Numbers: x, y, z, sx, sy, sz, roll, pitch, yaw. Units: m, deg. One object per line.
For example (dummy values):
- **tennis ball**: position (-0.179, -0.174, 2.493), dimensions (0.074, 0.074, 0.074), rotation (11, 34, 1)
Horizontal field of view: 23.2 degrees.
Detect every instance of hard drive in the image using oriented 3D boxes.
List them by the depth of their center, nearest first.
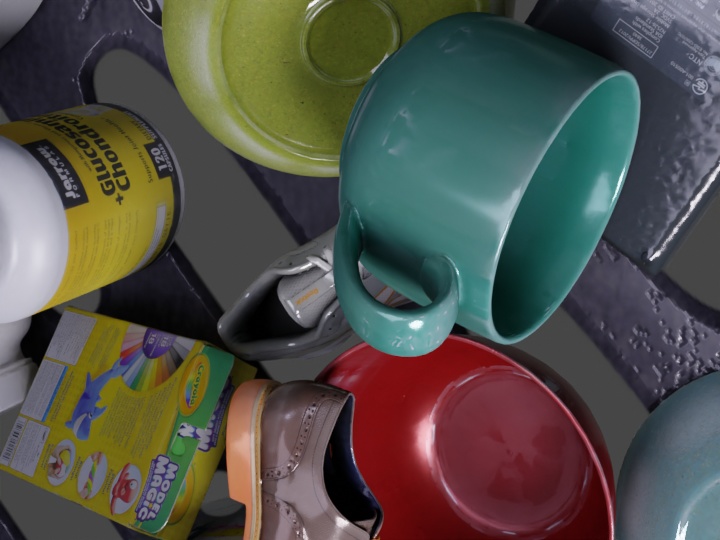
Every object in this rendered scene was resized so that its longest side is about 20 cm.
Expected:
- **hard drive**: position (0.159, -0.117, 0.938), dimensions (0.139, 0.033, 0.201), rotation (39, 117, 14)

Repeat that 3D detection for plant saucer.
- **plant saucer**: position (-0.007, -0.131, 0.950), dimensions (0.198, 0.031, 0.202), rotation (-7, 125, -10)
- **plant saucer**: position (0.229, 0.153, 0.964), dimensions (0.199, 0.039, 0.203), rotation (7, 106, 27)

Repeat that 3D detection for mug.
- **mug**: position (0.051, -0.052, 0.885), dimensions (0.114, 0.185, 0.153), rotation (27, 110, 23)

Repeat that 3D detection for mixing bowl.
- **mixing bowl**: position (0.066, 0.120, 1.001), dimensions (0.198, 0.108, 0.202), rotation (6, 104, 26)

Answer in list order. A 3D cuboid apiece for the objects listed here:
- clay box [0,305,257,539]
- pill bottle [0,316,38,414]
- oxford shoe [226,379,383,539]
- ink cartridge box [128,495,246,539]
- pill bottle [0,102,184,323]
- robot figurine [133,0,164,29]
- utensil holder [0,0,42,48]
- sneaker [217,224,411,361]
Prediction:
- **clay box**: position (-0.138, 0.093, 1.064), dimensions (0.199, 0.047, 0.116), rotation (11, 76, 51)
- **pill bottle**: position (-0.288, 0.008, 1.155), dimensions (0.112, 0.113, 0.202), rotation (-26, 89, 30)
- **oxford shoe**: position (-0.025, 0.160, 0.959), dimensions (0.072, 0.071, 0.202), rotation (-3, 100, 23)
- **ink cartridge box**: position (-0.090, 0.231, 1.056), dimensions (0.144, 0.200, 0.147), rotation (-17, 95, 30)
- **pill bottle**: position (-0.200, -0.033, 1.049), dimensions (0.111, 0.200, 0.113), rotation (7, 106, 25)
- **robot figurine**: position (-0.066, -0.222, 0.975), dimensions (0.150, 0.124, 0.202), rotation (46, 126, 53)
- **utensil holder**: position (-0.312, -0.218, 1.086), dimensions (0.170, 0.170, 0.201), rotation (-37, 87, 29)
- **sneaker**: position (0.000, 0.000, 1.015), dimensions (0.200, 0.092, 0.076), rotation (-38, 83, 28)
